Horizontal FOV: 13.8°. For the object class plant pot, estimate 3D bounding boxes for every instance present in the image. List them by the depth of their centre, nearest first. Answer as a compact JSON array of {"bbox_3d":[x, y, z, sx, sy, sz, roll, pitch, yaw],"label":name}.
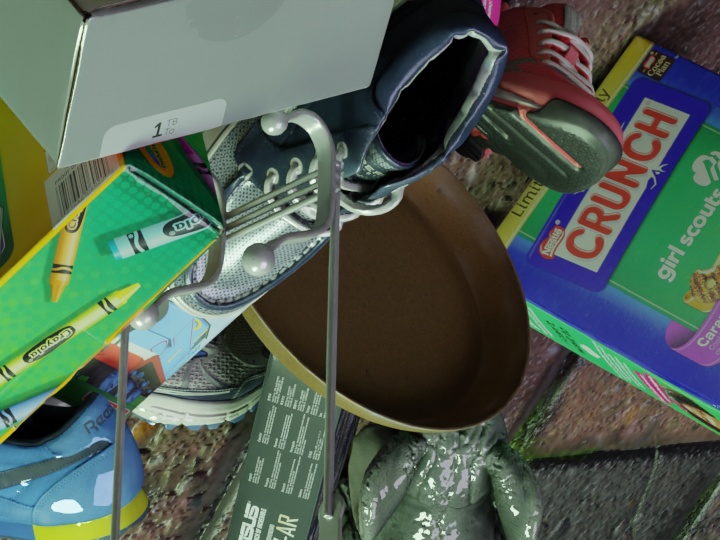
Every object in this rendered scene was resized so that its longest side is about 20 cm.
[{"bbox_3d":[0.000,0.000,1.497,0.200,0.200,0.027,-2,149,-45],"label":"plant pot"}]

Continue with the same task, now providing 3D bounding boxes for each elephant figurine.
[{"bbox_3d":[0.043,0.116,1.713,0.141,0.155,0.200,-30,153,-29],"label":"elephant figurine"}]

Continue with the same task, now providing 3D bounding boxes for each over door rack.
[{"bbox_3d":[-0.066,0.047,1.218,0.148,0.201,0.067,-25,154,39],"label":"over door rack"}]

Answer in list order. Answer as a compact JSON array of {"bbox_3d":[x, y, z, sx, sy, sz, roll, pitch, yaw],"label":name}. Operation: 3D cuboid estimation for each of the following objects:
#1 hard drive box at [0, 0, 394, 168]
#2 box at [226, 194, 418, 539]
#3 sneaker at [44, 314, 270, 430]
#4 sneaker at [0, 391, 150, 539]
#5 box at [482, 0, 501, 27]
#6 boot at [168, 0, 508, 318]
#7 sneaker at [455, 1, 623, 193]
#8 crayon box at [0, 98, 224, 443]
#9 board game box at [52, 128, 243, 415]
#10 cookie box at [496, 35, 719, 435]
[{"bbox_3d":[-0.104,-0.146,1.205,0.156,0.200,0.077,-16,139,-34],"label":"hard drive box"},{"bbox_3d":[-0.024,0.069,1.596,0.160,0.043,0.200,-68,174,-49],"label":"box"},{"bbox_3d":[-0.109,0.030,1.521,0.200,0.077,0.085,-6,127,-45],"label":"sneaker"},{"bbox_3d":[-0.198,0.092,1.450,0.066,0.199,0.079,-56,135,-55],"label":"sneaker"},{"bbox_3d":[-0.016,-0.159,1.361,0.132,0.115,0.200,-25,143,-23],"label":"box"},{"bbox_3d":[-0.016,-0.047,1.267,0.073,0.090,0.200,27,109,-26],"label":"boot"},{"bbox_3d":[0.084,-0.100,1.496,0.074,0.200,0.087,42,84,-24],"label":"sneaker"},{"bbox_3d":[-0.150,-0.002,1.238,0.200,0.119,0.058,-42,125,20],"label":"crayon box"},{"bbox_3d":[-0.117,-0.020,1.371,0.151,0.037,0.200,28,129,-26],"label":"board game box"},{"bbox_3d":[0.192,-0.012,1.639,0.171,0.200,0.075,-54,148,-10],"label":"cookie box"}]
